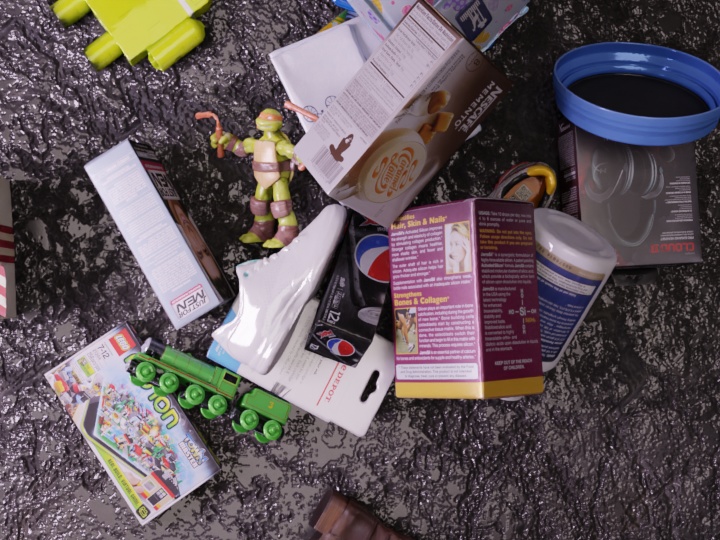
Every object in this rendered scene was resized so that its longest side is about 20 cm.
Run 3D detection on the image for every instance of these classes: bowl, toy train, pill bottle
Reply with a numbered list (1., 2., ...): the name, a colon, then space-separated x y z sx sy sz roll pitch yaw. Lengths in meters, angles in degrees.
1. bowl: 0.316 -0.202 1.193 0.197 0.202 0.040 -3 126 -6
2. toy train: -0.167 0.133 1.173 0.198 0.042 0.057 28 65 -18
3. pill bottle: 0.192 0.042 1.172 0.110 0.111 0.202 24 114 -5

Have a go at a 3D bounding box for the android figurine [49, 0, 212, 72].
1. android figurine: -0.250 -0.323 1.200 0.199 0.041 0.183 -36 92 -4

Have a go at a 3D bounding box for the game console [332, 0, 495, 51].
1. game console: 0.076 -0.360 1.211 0.197 0.172 0.120 17 122 -6

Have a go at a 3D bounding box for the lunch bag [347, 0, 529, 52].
1. lunch bag: 0.076 -0.311 1.101 0.169 0.127 0.200 -41 110 2

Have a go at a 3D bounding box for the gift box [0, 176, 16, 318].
1. gift box: -0.451 -0.009 1.093 0.181 0.187 0.203 -8 88 -6

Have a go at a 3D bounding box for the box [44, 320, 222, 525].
1. box: -0.255 0.170 1.185 0.109 0.035 0.201 -34 92 -7

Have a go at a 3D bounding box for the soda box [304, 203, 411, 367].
1. soda box: 0.000 0.000 1.158 0.062 0.071 0.202 20 56 -6

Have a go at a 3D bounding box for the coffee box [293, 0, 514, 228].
1. coffee box: 0.044 -0.155 1.063 0.200 0.114 0.080 -48 55 13

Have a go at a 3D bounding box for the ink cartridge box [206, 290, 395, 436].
1. ink cartridge box: -0.062 0.092 1.192 0.198 0.067 0.117 29 84 -4

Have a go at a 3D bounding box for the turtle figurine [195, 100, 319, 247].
1. turtle figurine: -0.107 -0.113 1.181 0.198 0.064 0.164 10 105 35

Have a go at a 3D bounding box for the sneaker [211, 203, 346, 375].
1. sneaker: -0.088 0.005 1.128 0.088 0.075 0.202 29 80 5

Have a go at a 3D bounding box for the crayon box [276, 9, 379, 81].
1. crayon box: 0.011 -0.193 1.218 0.125 0.052 0.201 -39 93 -7

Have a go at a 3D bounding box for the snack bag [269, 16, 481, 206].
1. snack bag: 0.023 -0.196 1.177 0.198 0.021 0.191 -26 88 -14

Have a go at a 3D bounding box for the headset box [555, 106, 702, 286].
1. headset box: 0.315 -0.084 1.236 0.146 0.077 0.204 -2 87 -6

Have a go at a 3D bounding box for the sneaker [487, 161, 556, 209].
1. sneaker: 0.154 -0.049 1.214 0.077 0.082 0.201 36 85 -4

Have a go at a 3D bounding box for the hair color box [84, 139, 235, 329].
1. hair color box: -0.218 -0.041 1.159 0.060 0.099 0.202 -29 91 4

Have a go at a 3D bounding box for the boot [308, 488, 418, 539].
1. boot: 0.008 0.375 1.199 0.198 0.064 0.188 32 87 -9

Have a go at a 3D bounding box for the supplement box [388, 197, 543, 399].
1. supplement box: 0.109 0.032 1.107 0.102 0.130 0.204 0 86 -42
